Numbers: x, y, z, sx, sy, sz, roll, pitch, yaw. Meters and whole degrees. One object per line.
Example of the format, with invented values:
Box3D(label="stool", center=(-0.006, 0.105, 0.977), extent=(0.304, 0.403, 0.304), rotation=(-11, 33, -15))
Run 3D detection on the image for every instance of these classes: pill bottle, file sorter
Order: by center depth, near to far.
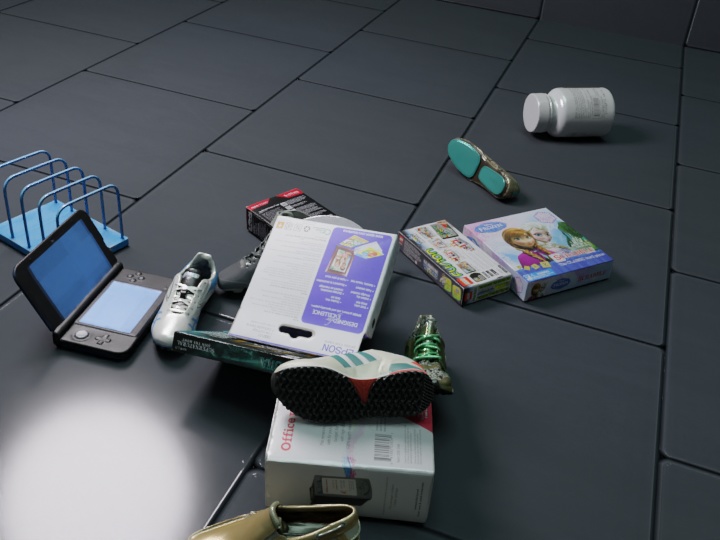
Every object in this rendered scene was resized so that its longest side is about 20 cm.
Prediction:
Box3D(label="file sorter", center=(-0.515, -0.105, 1.364), extent=(0.197, 0.125, 0.138), rotation=(24, 37, 27))
Box3D(label="pill bottle", center=(0.499, -0.380, 1.938), extent=(0.195, 0.116, 0.115), rotation=(-3, 34, -13))

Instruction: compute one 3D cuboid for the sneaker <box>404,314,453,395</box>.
Box3D(label="sneaker", center=(0.088, 0.112, 1.113), extent=(0.075, 0.091, 0.200), rotation=(-1, 11, 0))

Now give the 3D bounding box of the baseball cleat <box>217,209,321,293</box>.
Box3D(label="baseball cleat", center=(-0.146, -0.038, 1.295), extent=(0.196, 0.108, 0.070), rotation=(-21, 33, -9))

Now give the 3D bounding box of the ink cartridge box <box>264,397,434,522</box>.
Box3D(label="ink cartridge box", center=(-0.011, 0.218, 0.987), extent=(0.195, 0.087, 0.149), rotation=(5, 31, 2))

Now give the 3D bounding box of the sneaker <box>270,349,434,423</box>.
Box3D(label="sneaker", center=(-0.011, 0.136, 0.991), extent=(0.195, 0.072, 0.094), rotation=(1, 13, -4))

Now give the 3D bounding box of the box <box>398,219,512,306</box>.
Box3D(label="box", center=(0.161, -0.018, 1.415), extent=(0.108, 0.035, 0.200), rotation=(-14, 38, -27))

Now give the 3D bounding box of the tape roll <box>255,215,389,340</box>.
Box3D(label="tape roll", center=(-0.058, 0.023, 1.196), extent=(0.196, 0.066, 0.205), rotation=(-7, 64, 15))

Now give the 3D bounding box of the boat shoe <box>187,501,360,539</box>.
Box3D(label="boat shoe", center=(-0.097, 0.283, 0.880), extent=(0.195, 0.077, 0.072), rotation=(-7, 37, -11))

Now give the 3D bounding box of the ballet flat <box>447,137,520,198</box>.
Box3D(label="ballet flat", center=(0.264, -0.212, 1.708), extent=(0.074, 0.069, 0.200), rotation=(5, 32, -44))

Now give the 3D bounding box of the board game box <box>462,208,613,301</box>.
Box3D(label="board game box", center=(0.317, -0.035, 1.457), extent=(0.196, 0.042, 0.200), rotation=(-13, 37, -26))

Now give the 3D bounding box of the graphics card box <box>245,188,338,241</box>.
Box3D(label="graphics card box", center=(-0.101, -0.071, 1.440), extent=(0.124, 0.052, 0.199), rotation=(-24, 43, -37))

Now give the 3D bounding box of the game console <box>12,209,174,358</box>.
Box3D(label="game console", center=(-0.387, 0.015, 1.206), extent=(0.167, 0.120, 0.201), rotation=(11, 34, 9))

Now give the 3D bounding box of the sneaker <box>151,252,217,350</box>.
Box3D(label="sneaker", center=(-0.268, 0.044, 1.223), extent=(0.070, 0.074, 0.202), rotation=(9, 35, 2))

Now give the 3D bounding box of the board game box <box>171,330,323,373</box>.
Box3D(label="board game box", center=(-0.137, 0.113, 1.092), extent=(0.196, 0.029, 0.135), rotation=(10, 0, 25))

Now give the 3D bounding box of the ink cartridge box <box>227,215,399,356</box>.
Box3D(label="ink cartridge box", center=(-0.062, 0.028, 1.124), extent=(0.194, 0.044, 0.203), rotation=(10, 62, 21))
